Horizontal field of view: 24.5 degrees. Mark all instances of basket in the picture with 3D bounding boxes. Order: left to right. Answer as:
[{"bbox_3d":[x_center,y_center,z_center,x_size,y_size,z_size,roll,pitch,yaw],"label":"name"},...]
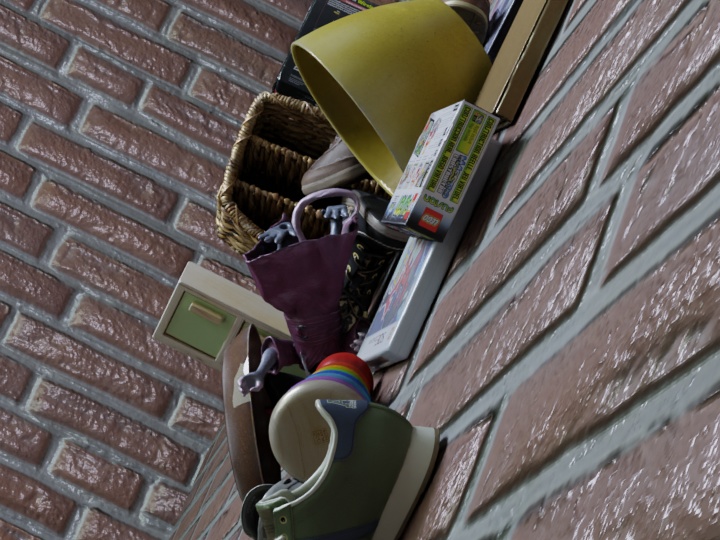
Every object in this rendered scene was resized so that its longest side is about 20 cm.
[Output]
[{"bbox_3d":[-0.054,-0.078,1.821,0.149,0.198,0.144,111,-179,-55],"label":"basket"}]

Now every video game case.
[{"bbox_3d":[0.055,-0.010,1.451,0.201,0.023,0.182,-65,5,-11],"label":"video game case"},{"bbox_3d":[0.157,-0.275,1.740,0.143,0.019,0.201,-85,20,-76],"label":"video game case"}]

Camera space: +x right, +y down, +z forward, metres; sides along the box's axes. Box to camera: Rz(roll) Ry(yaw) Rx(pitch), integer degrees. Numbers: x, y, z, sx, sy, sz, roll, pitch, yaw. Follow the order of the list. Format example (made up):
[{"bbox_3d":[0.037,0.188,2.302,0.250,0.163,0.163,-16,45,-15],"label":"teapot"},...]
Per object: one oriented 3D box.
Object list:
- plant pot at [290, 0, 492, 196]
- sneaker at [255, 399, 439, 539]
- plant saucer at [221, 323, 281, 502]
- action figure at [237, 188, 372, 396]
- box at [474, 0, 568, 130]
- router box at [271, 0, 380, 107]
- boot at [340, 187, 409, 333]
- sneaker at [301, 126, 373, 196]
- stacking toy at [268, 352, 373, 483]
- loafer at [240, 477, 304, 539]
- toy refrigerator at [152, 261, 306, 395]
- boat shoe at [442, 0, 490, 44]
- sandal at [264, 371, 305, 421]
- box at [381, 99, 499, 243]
[{"bbox_3d":[0.047,-0.180,1.613,0.142,0.201,0.200,-37,2,-7],"label":"plant pot"},{"bbox_3d":[-0.030,0.173,1.043,0.202,0.089,0.067,-65,6,-2],"label":"sneaker"},{"bbox_3d":[-0.110,0.156,1.670,0.200,0.034,0.203,-7,-90,-88],"label":"plant saucer"},{"bbox_3d":[-0.052,0.041,1.597,0.149,0.132,0.202,-84,-13,-64],"label":"action figure"},{"bbox_3d":[0.153,-0.217,1.470,0.163,0.021,0.202,175,120,-84],"label":"box"},{"bbox_3d":[0.013,-0.229,1.941,0.062,0.198,0.151,116,178,-66],"label":"router box"},{"bbox_3d":[0.000,0.000,1.697,0.200,0.073,0.152,-139,68,-72],"label":"boot"},{"bbox_3d":[0.017,-0.147,1.745,0.199,0.076,0.070,-26,-4,18],"label":"sneaker"},{"bbox_3d":[-0.023,0.109,1.381,0.086,0.085,0.200,-63,1,12],"label":"stacking toy"},{"bbox_3d":[-0.064,0.201,1.371,0.070,0.069,0.200,-66,5,-17],"label":"loafer"},{"bbox_3d":[-0.116,0.076,1.783,0.076,0.199,0.070,-61,5,20],"label":"toy refrigerator"},{"bbox_3d":[0.101,-0.269,1.778,0.200,0.071,0.068,128,165,-79],"label":"boat shoe"},{"bbox_3d":[-0.065,0.147,1.659,0.200,0.074,0.045,-98,24,-76],"label":"sandal"},{"bbox_3d":[0.064,-0.081,1.389,0.200,0.034,0.111,-147,82,-85],"label":"box"}]
